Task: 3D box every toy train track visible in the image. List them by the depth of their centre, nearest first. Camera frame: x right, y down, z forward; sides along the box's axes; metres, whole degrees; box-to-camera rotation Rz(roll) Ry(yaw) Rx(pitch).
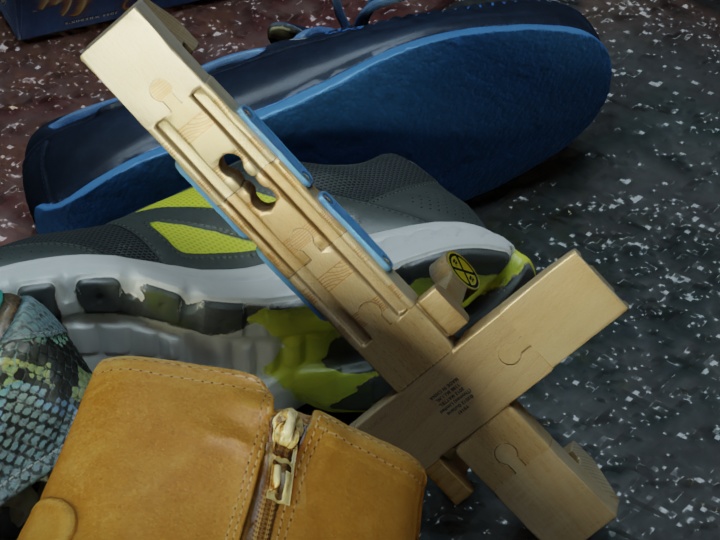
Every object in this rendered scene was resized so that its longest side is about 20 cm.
[{"bbox_3d":[0.000,0.000,0.808,0.200,0.115,0.033,46,23,-11],"label":"toy train track"}]

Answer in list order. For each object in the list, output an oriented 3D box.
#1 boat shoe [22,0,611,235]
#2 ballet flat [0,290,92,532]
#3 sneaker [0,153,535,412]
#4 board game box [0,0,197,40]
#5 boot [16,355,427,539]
[{"bbox_3d":[-0.017,-0.059,0.934,0.199,0.084,0.069,-12,39,-18],"label":"boat shoe"},{"bbox_3d":[-0.131,0.093,0.749,0.074,0.074,0.200,26,64,28],"label":"ballet flat"},{"bbox_3d":[-0.050,0.010,0.866,0.199,0.075,0.085,-5,32,-19],"label":"sneaker"},{"bbox_3d":[-0.101,-0.169,1.105,0.135,0.035,0.200,-14,41,-17],"label":"board game box"},{"bbox_3d":[-0.080,0.085,0.719,0.201,0.071,0.144,14,56,-17],"label":"boot"}]
